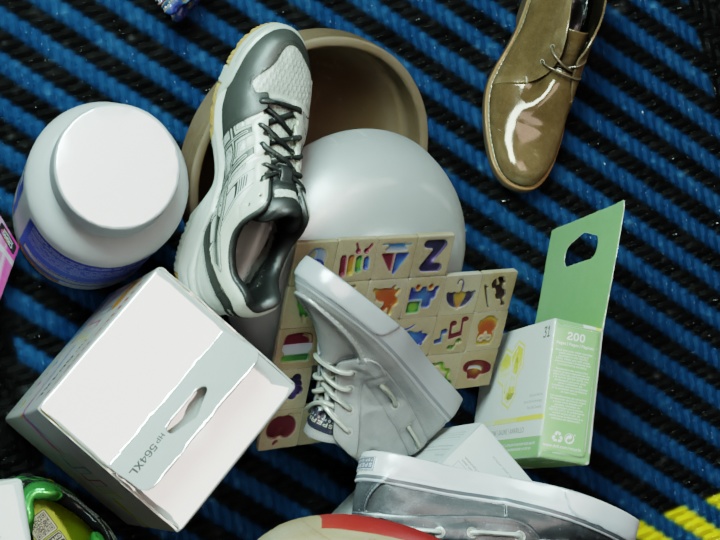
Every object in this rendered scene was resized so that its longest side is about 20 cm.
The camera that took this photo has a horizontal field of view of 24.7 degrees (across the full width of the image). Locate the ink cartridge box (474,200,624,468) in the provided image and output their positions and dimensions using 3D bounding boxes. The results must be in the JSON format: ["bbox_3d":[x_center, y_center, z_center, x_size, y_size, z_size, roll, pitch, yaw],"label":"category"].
[{"bbox_3d":[0.142,0.050,1.263,0.048,0.145,0.202,11,79,-15],"label":"ink cartridge box"}]

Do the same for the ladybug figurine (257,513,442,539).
[{"bbox_3d":[0.014,0.213,1.056,0.199,0.136,0.072,20,37,-8],"label":"ladybug figurine"}]

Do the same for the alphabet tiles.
[{"bbox_3d":[0.024,0.049,1.205,0.199,0.008,0.168,-4,118,-32],"label":"alphabet tiles"}]

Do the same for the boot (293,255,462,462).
[{"bbox_3d":[-0.006,0.078,1.147,0.096,0.073,0.200,-50,133,-7],"label":"boot"}]

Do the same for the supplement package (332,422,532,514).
[{"bbox_3d":[0.042,0.237,1.200,0.200,0.152,0.151,-43,96,-19],"label":"supplement package"}]

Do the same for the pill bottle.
[{"bbox_3d":[-0.179,-0.053,1.135,0.111,0.200,0.113,2,82,-16],"label":"pill bottle"}]

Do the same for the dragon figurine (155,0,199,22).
[{"bbox_3d":[-0.129,-0.289,1.261,0.099,0.059,0.201,28,75,-14],"label":"dragon figurine"}]

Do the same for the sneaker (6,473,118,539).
[{"bbox_3d":[-0.186,0.228,1.158,0.200,0.085,0.078,47,71,-9],"label":"sneaker"}]

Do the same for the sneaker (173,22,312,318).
[{"bbox_3d":[-0.059,-0.064,1.101,0.075,0.087,0.202,9,96,-38],"label":"sneaker"}]

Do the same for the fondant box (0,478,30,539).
[{"bbox_3d":[-0.254,0.213,1.075,0.058,0.200,0.146,-8,85,-20],"label":"fondant box"}]

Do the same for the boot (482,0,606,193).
[{"bbox_3d":[0.152,-0.163,1.334,0.073,0.075,0.202,18,78,-18],"label":"boot"}]

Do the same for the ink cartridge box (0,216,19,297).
[{"bbox_3d":[-0.285,0.013,1.098,0.037,0.201,0.095,-12,127,17],"label":"ink cartridge box"}]

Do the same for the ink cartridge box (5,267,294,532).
[{"bbox_3d":[-0.146,0.090,1.129,0.125,0.200,0.129,42,72,-10],"label":"ink cartridge box"}]

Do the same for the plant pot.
[{"bbox_3d":[-0.055,-0.092,1.222,0.200,0.093,0.202,-16,124,-25],"label":"plant pot"}]

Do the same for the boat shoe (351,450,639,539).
[{"bbox_3d":[0.090,0.174,1.106,0.198,0.072,0.068,14,75,-12],"label":"boat shoe"}]

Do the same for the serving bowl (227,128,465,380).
[{"bbox_3d":[0.000,0.000,1.208,0.199,0.066,0.201,-16,123,-25],"label":"serving bowl"}]
